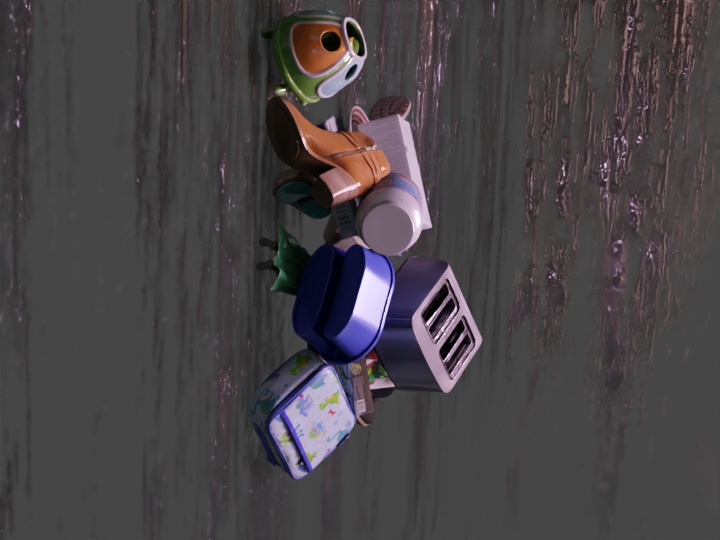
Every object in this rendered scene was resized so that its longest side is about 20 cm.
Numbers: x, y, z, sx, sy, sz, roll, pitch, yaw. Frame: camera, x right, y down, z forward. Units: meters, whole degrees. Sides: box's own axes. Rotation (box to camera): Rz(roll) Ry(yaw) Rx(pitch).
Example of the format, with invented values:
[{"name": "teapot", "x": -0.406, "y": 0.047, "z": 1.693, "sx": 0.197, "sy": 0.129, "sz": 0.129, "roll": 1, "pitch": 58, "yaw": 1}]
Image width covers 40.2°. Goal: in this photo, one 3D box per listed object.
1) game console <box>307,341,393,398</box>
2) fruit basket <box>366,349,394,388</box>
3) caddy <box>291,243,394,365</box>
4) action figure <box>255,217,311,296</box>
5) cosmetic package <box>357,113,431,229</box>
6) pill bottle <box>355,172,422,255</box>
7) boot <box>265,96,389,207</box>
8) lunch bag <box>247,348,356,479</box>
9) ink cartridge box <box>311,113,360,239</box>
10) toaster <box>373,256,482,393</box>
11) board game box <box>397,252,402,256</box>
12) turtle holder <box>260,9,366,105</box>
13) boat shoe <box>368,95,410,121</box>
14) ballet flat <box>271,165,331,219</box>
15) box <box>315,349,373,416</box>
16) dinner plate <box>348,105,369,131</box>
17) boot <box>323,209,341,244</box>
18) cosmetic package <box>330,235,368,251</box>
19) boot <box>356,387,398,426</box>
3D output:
[{"name": "game console", "x": -0.016, "y": 0.183, "z": 1.875, "sx": 0.117, "sy": 0.174, "sz": 0.201, "roll": -114, "pitch": -161, "yaw": -66}, {"name": "fruit basket", "x": 0.055, "y": 0.143, "z": 1.840, "sx": 0.199, "sy": 0.094, "sz": 0.187, "roll": -2, "pitch": 114, "yaw": -37}, {"name": "caddy", "x": -0.023, "y": 0.050, "z": 1.592, "sx": 0.105, "sy": 0.141, "sz": 0.201, "roll": 34, "pitch": 67, "yaw": -45}, {"name": "action figure", "x": -0.111, "y": 0.003, "z": 1.633, "sx": 0.200, "sy": 0.054, "sz": 0.119, "roll": 41, "pitch": 54, "yaw": -62}, {"name": "cosmetic package", "x": 0.063, "y": -0.167, "z": 1.763, "sx": 0.113, "sy": 0.081, "sz": 0.202, "roll": -2, "pitch": 78, "yaw": -76}, {"name": "pill bottle", "x": 0.048, "y": -0.089, "z": 1.596, "sx": 0.200, "sy": 0.108, "sz": 0.110, "roll": -79, "pitch": 169, "yaw": -73}, {"name": "boot", "x": -0.048, "y": -0.205, "z": 1.563, "sx": 0.155, "sy": 0.200, "sz": 0.077, "roll": -32, "pitch": 170, "yaw": -43}, {"name": "lunch bag", "x": -0.098, "y": 0.243, "z": 1.630, "sx": 0.161, "sy": 0.082, "sz": 0.201, "roll": -39, "pitch": 140, "yaw": -21}, {"name": "ink cartridge box", "x": -0.035, "y": -0.168, "z": 1.716, "sx": 0.200, "sy": 0.040, "sz": 0.201, "roll": -65, "pitch": 139, "yaw": -77}, {"name": "toaster", "x": 0.104, "y": 0.100, "z": 1.702, "sx": 0.200, "sy": 0.118, "sz": 0.182, "roll": -50, "pitch": 125, "yaw": -37}, {"name": "board game box", "x": 0.058, "y": -0.125, "z": 2.119, "sx": 0.200, "sy": 0.034, "sz": 0.136, "roll": 43, "pitch": 55, "yaw": -67}, {"name": "turtle holder", "x": -0.055, "y": -0.330, "z": 1.531, "sx": 0.185, "sy": 0.131, "sz": 0.142, "roll": 33, "pitch": 46, "yaw": -57}, {"name": "boat shoe", "x": 0.046, "y": -0.282, "z": 2.006, "sx": 0.074, "sy": 0.074, "sz": 0.200, "roll": 90, "pitch": 26, "yaw": -46}, {"name": "ballet flat", "x": -0.102, "y": -0.139, "z": 1.632, "sx": 0.200, "sy": 0.070, "sz": 0.066, "roll": 41, "pitch": 31, "yaw": -71}, {"name": "box", "x": -0.037, "y": 0.144, "z": 1.733, "sx": 0.040, "sy": 0.137, "sz": 0.202, "roll": -13, "pitch": 101, "yaw": -26}, {"name": "dinner plate", "x": 0.010, "y": -0.199, "z": 1.796, "sx": 0.200, "sy": 0.024, "sz": 0.202, "roll": -14, "pitch": 90, "yaw": -76}, {"name": "boot", "x": -0.030, "y": -0.149, "z": 1.827, "sx": 0.200, "sy": 0.070, "sz": 0.147, "roll": -50, "pitch": 135, "yaw": -60}, {"name": "cosmetic package", "x": 0.000, "y": 0.000, "z": 1.821, "sx": 0.104, "sy": 0.073, "sz": 0.200, "roll": 56, "pitch": 7, "yaw": 9}, {"name": "boot", "x": 0.050, "y": 0.250, "z": 2.038, "sx": 0.078, "sy": 0.137, "sz": 0.201, "roll": -63, "pitch": 152, "yaw": -47}]
